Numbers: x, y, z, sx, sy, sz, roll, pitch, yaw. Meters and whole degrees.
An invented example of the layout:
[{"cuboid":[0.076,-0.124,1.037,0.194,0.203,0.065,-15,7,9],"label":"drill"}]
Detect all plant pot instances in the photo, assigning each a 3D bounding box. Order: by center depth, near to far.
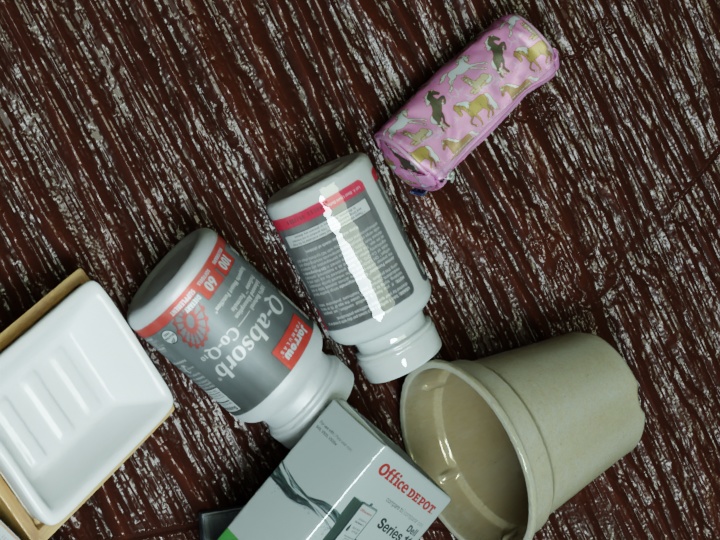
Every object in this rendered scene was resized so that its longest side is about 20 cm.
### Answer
[{"cuboid":[0.168,0.151,1.420,0.182,0.200,0.203,-22,99,-30],"label":"plant pot"}]

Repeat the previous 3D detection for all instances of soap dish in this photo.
[{"cuboid":[-0.270,0.117,1.262,0.158,0.081,0.200,58,43,-14],"label":"soap dish"}]

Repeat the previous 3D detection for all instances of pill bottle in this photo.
[{"cuboid":[-0.107,0.066,1.339,0.200,0.116,0.116,42,78,-17],"label":"pill bottle"},{"cuboid":[0.000,0.000,1.379,0.110,0.111,0.202,-30,101,-17],"label":"pill bottle"}]

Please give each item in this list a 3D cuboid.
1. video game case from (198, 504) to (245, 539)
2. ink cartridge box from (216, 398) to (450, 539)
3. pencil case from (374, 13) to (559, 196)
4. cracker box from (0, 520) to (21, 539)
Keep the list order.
[{"cuboid":[-0.055,0.292,1.418,0.198,0.019,0.145,-6,94,-21],"label":"video game case"},{"cuboid":[-0.030,0.237,1.327,0.200,0.083,0.147,-50,140,-3],"label":"ink cartridge box"},{"cuboid":[0.106,-0.165,1.429,0.200,0.083,0.087,-45,105,-14],"label":"pencil case"},{"cuboid":[-0.279,0.274,1.215,0.200,0.134,0.058,43,69,7],"label":"cracker box"}]
